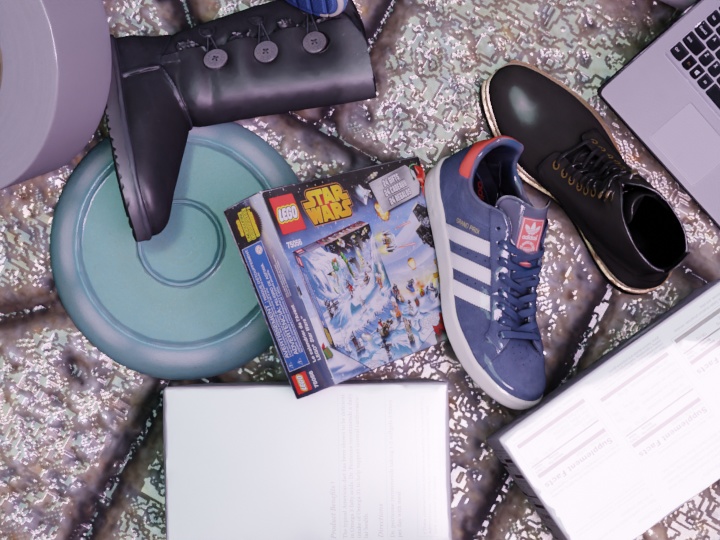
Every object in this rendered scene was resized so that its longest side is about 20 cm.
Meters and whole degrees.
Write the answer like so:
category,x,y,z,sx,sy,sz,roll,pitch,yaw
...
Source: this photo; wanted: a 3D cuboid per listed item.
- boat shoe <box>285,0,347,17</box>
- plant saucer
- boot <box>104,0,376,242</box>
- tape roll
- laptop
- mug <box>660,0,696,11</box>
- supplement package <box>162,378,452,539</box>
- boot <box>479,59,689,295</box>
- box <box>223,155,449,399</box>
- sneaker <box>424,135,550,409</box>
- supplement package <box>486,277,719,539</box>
category,x,y,z,sx,sy,sz,roll,pitch,yaw
boat shoe,-0.065,-0.266,1.337,0.072,0.072,0.200,-39,69,-19
plant saucer,-0.133,-0.020,1.362,0.199,0.027,0.201,0,86,0
boot,-0.084,-0.115,1.330,0.199,0.066,0.166,-10,70,-8
tape roll,-0.273,-0.156,1.298,0.199,0.066,0.201,10,110,28
laptop,0.307,-0.109,1.269,0.200,0.116,0.187,-41,119,12
mug,0.292,-0.245,1.315,0.153,0.187,0.150,33,50,-7
supplement package,-0.038,0.137,1.307,0.199,0.117,0.118,-1,88,-1
boot,0.166,-0.076,1.312,0.077,0.138,0.200,-41,87,-3
box,0.000,0.000,1.285,0.040,0.200,0.138,-23,86,35
sneaker,0.104,-0.004,1.303,0.075,0.084,0.201,4,62,-42
supplement package,0.203,0.106,1.292,0.200,0.156,0.111,-34,85,-2
